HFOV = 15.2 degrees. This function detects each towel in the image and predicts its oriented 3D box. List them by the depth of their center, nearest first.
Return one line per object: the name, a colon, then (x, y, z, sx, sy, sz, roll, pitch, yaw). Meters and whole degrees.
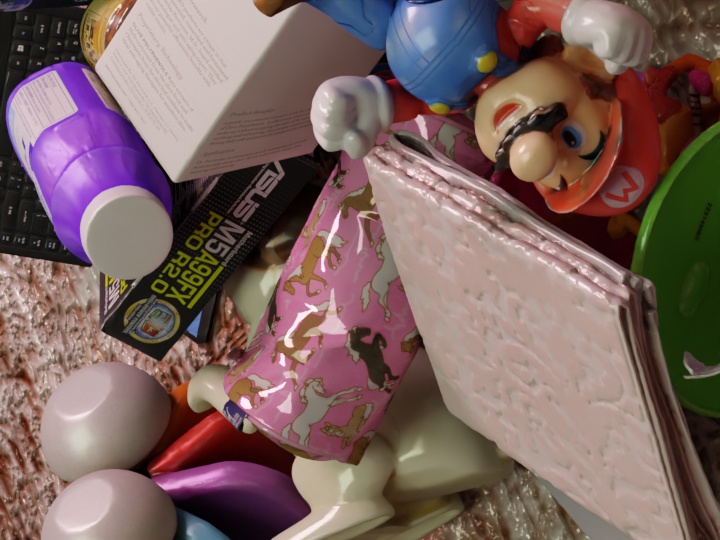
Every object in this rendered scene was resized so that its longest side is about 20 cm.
towel: (0.089, 0.041, 1.290, 0.200, 0.032, 0.191, 34, 152, 46)

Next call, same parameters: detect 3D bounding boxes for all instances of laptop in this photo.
laptop: (-0.179, -0.065, 1.683, 0.103, 0.199, 0.178, -102, 24, -64)

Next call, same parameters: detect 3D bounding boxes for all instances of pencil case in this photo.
pencil case: (0.000, 0.000, 1.399, 0.201, 0.086, 0.083, -64, 16, 4)

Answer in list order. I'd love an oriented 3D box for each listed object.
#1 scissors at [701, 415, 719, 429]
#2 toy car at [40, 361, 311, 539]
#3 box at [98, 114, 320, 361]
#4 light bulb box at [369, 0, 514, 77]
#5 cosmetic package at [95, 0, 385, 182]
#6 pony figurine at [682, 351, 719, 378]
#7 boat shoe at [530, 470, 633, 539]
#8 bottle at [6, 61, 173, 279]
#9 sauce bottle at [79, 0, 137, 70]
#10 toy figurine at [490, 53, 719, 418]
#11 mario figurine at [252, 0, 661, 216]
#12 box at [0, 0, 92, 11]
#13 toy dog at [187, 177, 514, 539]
scissors: (0.139, 0.045, 1.385, 0.200, 0.073, 0.014, 43, 100, 33)
toy car: (-0.097, 0.149, 1.602, 0.149, 0.175, 0.200, -19, 41, 11)
box: (-0.090, -0.071, 1.533, 0.160, 0.044, 0.200, -50, 26, 27)
light bulb box: (0.005, -0.209, 1.439, 0.199, 0.124, 0.200, 57, 132, 23)
cosmetic package: (-0.032, -0.142, 1.323, 0.085, 0.107, 0.200, 54, 130, 20)
pony figurine: (0.255, -0.005, 1.204, 0.192, 0.166, 0.201, -13, 78, 36)
boat shoe: (0.110, 0.062, 1.416, 0.200, 0.066, 0.072, 48, 135, 22)
bottle: (-0.144, -0.050, 1.464, 0.084, 0.065, 0.200, 65, 175, -26)
sauce bottle: (-0.126, -0.134, 1.539, 0.200, 0.066, 0.066, -151, 57, -76)
toy figurine: (0.146, -0.047, 1.334, 0.184, 0.150, 0.201, 22, 92, 53)
mario figurine: (0.049, -0.088, 1.197, 0.200, 0.106, 0.123, 35, 163, -11)
box: (-0.148, -0.252, 1.580, 0.200, 0.148, 0.107, -43, 66, 43)
toy dog: (-0.008, 0.045, 1.499, 0.194, 0.139, 0.201, -33, 73, 31)
